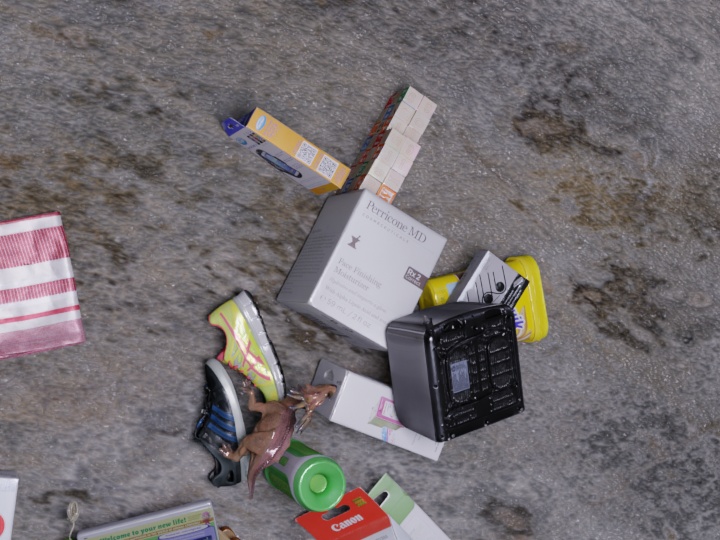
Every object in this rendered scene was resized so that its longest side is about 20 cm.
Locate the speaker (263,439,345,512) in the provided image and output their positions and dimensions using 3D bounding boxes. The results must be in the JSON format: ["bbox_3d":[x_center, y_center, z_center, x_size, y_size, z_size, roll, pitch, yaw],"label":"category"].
[{"bbox_3d":[-0.089,0.310,1.553,0.088,0.200,0.089,0,89,-20],"label":"speaker"}]

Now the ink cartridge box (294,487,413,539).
[{"bbox_3d":[0.006,0.449,1.613,0.200,0.162,0.050,46,36,-16],"label":"ink cartridge box"}]

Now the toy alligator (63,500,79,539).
[{"bbox_3d":[-0.438,0.440,1.501,0.054,0.059,0.202,-3,91,20],"label":"toy alligator"}]

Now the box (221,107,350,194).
[{"bbox_3d":[-0.121,-0.190,1.590,0.199,0.119,0.042,34,78,-17],"label":"box"}]

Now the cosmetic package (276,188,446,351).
[{"bbox_3d":[0.000,0.000,1.608,0.164,0.165,0.201,30,79,-19],"label":"cosmetic package"}]

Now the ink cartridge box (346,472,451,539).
[{"bbox_3d":[0.064,0.436,1.684,0.104,0.059,0.200,-46,104,-15],"label":"ink cartridge box"}]

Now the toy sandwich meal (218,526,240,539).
[{"bbox_3d":[-0.268,0.461,1.559,0.203,0.070,0.207,-2,98,-12],"label":"toy sandwich meal"}]

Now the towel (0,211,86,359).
[{"bbox_3d":[-0.494,0.023,1.499,0.143,0.023,0.202,-11,93,-21],"label":"towel"}]

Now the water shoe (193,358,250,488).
[{"bbox_3d":[-0.222,0.239,1.573,0.078,0.071,0.202,-16,94,-17],"label":"water shoe"}]

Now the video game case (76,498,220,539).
[{"bbox_3d":[-0.300,0.447,1.503,0.198,0.022,0.184,-12,100,-10],"label":"video game case"}]

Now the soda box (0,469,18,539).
[{"bbox_3d":[-0.534,0.390,1.455,0.063,0.068,0.202,8,86,-20],"label":"soda box"}]

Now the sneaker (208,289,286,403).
[{"bbox_3d":[-0.177,0.136,1.597,0.090,0.078,0.201,-22,96,-5],"label":"sneaker"}]

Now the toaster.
[{"bbox_3d":[0.143,0.139,1.532,0.180,0.118,0.202,-15,102,-34],"label":"toaster"}]

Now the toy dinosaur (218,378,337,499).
[{"bbox_3d":[-0.126,0.241,1.515,0.086,0.135,0.201,39,64,-41],"label":"toy dinosaur"}]

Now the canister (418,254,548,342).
[{"bbox_3d":[0.207,0.065,1.729,0.198,0.086,0.150,-12,95,-19],"label":"canister"}]

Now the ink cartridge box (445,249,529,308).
[{"bbox_3d":[0.183,0.075,1.654,0.094,0.044,0.201,35,82,-15],"label":"ink cartridge box"}]

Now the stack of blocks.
[{"bbox_3d":[0.047,-0.197,1.656,0.058,0.115,0.201,32,78,-17],"label":"stack of blocks"}]

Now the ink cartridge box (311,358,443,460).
[{"bbox_3d":[0.027,0.221,1.627,0.199,0.144,0.085,25,84,-19],"label":"ink cartridge box"}]
